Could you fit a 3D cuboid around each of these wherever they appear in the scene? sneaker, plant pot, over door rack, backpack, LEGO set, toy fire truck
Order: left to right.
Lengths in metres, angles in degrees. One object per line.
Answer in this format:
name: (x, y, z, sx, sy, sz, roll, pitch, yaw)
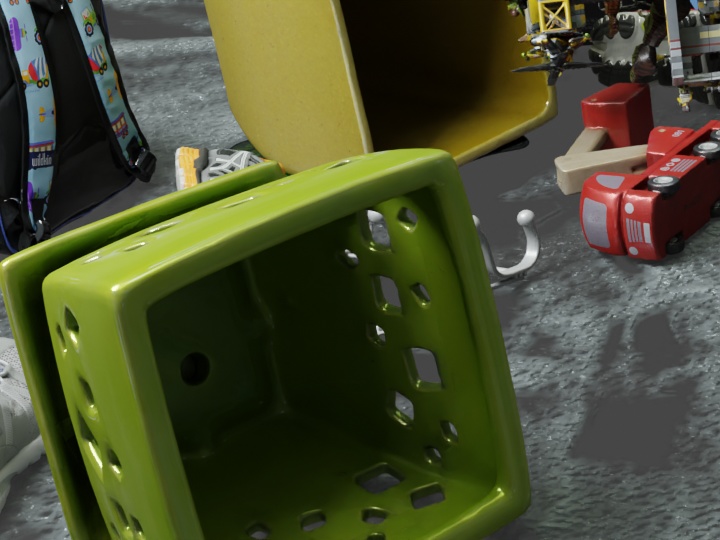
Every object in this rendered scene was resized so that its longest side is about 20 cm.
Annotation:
sneaker: (-0.218, 0.077, 1.259, 0.075, 0.082, 0.200, -7, 22, 5)
backpack: (-0.256, -0.130, 1.623, 0.134, 0.200, 0.183, 5, 27, 31)
sneaker: (-0.084, -0.040, 1.506, 0.077, 0.078, 0.200, -1, 23, -5)
plant pot: (-0.058, 0.054, 1.117, 0.199, 0.200, 0.181, -23, 18, -30)
plant pot: (-0.005, -0.176, 1.651, 0.194, 0.196, 0.200, -27, 22, -36)
over door rack: (0.000, 0.000, 1.383, 0.148, 0.067, 0.200, 7, 27, 36)
toy fire truck: (0.183, -0.068, 1.497, 0.141, 0.049, 0.200, 7, 27, 34)
LEGO set: (0.197, -0.157, 1.550, 0.200, 0.116, 0.154, -5, -8, -2)
sneaker: (0.266, -0.169, 1.685, 0.085, 0.077, 0.200, -17, 24, -40)

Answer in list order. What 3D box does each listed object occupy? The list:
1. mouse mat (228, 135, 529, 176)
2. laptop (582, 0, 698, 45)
mouse mat: (0.011, -0.093, 1.685, 0.200, 0.008, 0.161, -16, 23, -13)
laptop: (0.202, -0.244, 1.820, 0.187, 0.200, 0.116, 0, 57, 35)
